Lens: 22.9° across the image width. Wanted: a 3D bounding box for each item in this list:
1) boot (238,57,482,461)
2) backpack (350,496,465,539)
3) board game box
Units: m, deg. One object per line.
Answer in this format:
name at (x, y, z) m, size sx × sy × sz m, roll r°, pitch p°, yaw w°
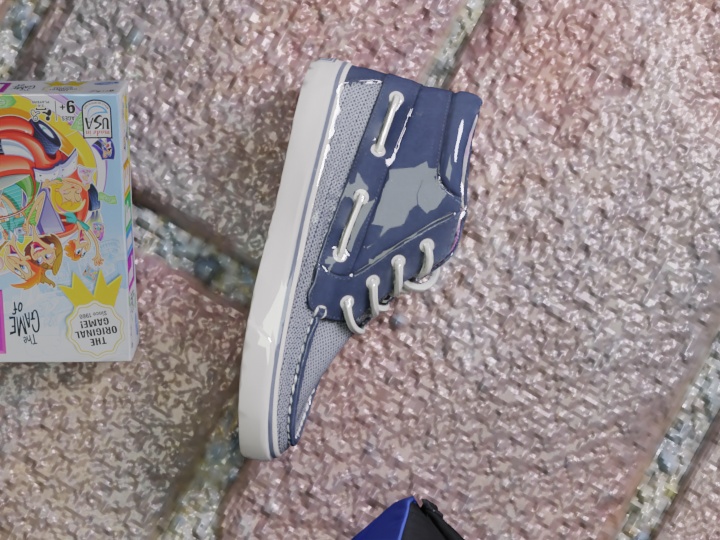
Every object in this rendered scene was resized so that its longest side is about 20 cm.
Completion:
boot at (0.000, 0.000, 0.869) m, size 0.089 × 0.073 × 0.202 m, roll 11°, pitch 87°, yaw 6°
backpack at (0.035, 0.236, 0.823) m, size 0.168 × 0.163 × 0.200 m, roll -40°, pitch 97°, yaw 20°
board game box at (-0.211, -0.023, 0.871) m, size 0.198 × 0.034 × 0.136 m, roll -1°, pitch 107°, yaw 0°
